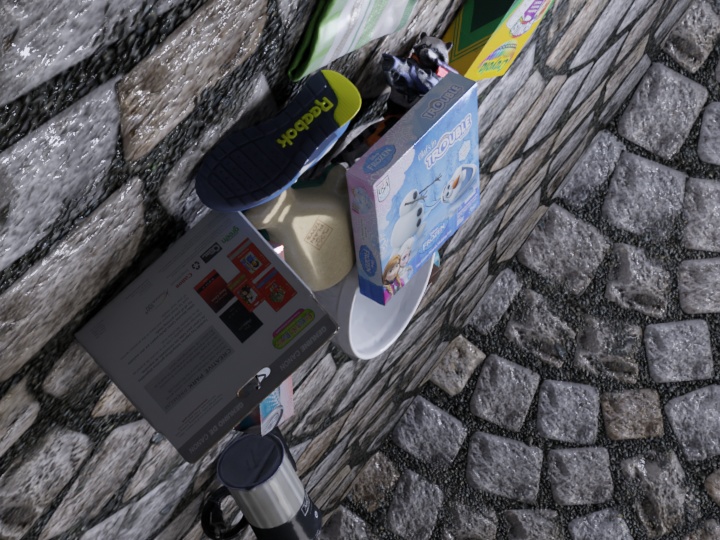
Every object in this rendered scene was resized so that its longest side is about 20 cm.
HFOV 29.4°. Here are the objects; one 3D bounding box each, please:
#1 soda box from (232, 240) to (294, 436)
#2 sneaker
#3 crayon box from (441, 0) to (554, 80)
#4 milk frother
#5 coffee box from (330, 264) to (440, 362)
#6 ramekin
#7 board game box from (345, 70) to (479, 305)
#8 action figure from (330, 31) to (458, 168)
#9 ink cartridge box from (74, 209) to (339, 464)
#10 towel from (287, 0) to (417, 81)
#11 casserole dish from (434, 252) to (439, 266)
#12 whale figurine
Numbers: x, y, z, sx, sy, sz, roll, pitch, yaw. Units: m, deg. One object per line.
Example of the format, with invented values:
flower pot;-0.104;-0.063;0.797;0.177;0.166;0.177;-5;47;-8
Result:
soda box;-0.119;0.070;1.470;0.068;0.063;0.201;-30;122;-54
sneaker;-0.082;-0.115;1.354;0.200;0.074;0.082;-39;177;-27
crayon box;0.186;-0.331;1.771;0.173;0.058;0.200;-57;168;22
milk frother;-0.191;0.366;2.257;0.199;0.181;0.189;-24;128;0
coffee box;0.037;0.050;2.282;0.200;0.080;0.115;-39;163;-49
ramekin;0.000;0.000;1.718;0.200;0.105;0.201;-43;147;-38
board game box;0.066;-0.093;1.582;0.200;0.043;0.200;-46;148;-29
action figure;0.040;-0.197;1.615;0.194;0.104;0.200;-58;144;-3
ink cartridge box;-0.143;0.066;1.342;0.200;0.176;0.084;-42;168;-5
towel;0.014;-0.270;1.365;0.200;0.031;0.150;-39;162;-48
casserole dish;0.085;0.029;2.515;0.200;0.039;0.121;-49;168;-9
whale figurine;-0.075;-0.059;1.548;0.160;0.104;0.200;-57;144;2
